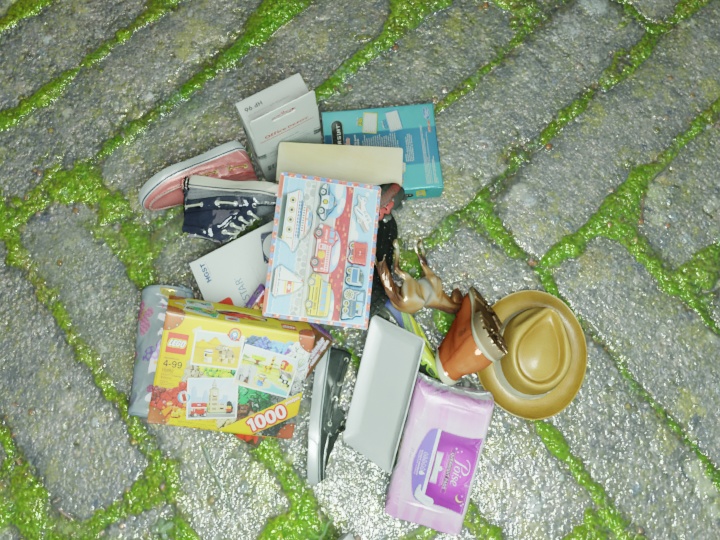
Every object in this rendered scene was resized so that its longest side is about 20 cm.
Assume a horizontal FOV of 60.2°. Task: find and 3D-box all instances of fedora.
[{"bbox_3d":[0.271,0.123,0.957,0.193,0.082,0.208,0,75,-1],"label":"fedora"}]

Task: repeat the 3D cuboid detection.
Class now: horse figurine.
[{"bbox_3d":[0.083,0.016,0.956,0.049,0.197,0.136,-27,78,36],"label":"horse figurine"}]

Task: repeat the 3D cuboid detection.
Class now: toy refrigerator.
[{"bbox_3d":[-0.032,-0.156,0.984,0.193,0.076,0.072,3,75,1],"label":"toy refrigerator"}]

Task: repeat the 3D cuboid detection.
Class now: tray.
[{"bbox_3d":[0.036,0.179,0.916,0.106,0.022,0.207,21,102,40],"label":"tray"}]

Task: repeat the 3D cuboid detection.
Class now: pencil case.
[{"bbox_3d":[-0.301,0.125,0.945,0.089,0.082,0.207,-13,69,36],"label":"pencil case"}]

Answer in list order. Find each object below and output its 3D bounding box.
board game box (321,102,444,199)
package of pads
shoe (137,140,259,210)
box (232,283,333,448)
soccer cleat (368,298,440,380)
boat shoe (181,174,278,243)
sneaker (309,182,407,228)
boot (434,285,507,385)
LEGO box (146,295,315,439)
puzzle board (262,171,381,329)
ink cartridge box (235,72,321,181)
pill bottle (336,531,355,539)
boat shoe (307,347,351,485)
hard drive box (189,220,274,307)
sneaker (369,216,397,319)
[{"bbox_3d":[0.035,-0.197,1.059,0.193,0.047,0.156,-5,76,-2],"label":"board game box"},{"bbox_3d":[0.113,0.260,0.893,0.117,0.076,0.207,14,97,4],"label":"package of pads"},{"bbox_3d":[-0.263,-0.131,1.025,0.196,0.072,0.093,-28,74,-11],"label":"shoe"},{"bbox_3d":[-0.149,0.143,0.913,0.135,0.039,0.202,35,92,-21],"label":"box"},{"bbox_3d":[0.091,0.123,0.967,0.202,0.064,0.083,53,39,1],"label":"soccer cleat"},{"bbox_3d":[-0.183,-0.086,0.960,0.193,0.075,0.096,6,81,7],"label":"boat shoe"},{"bbox_3d":[-0.029,-0.095,0.920,0.195,0.071,0.100,-24,102,2],"label":"sneaker"},{"bbox_3d":[0.154,0.094,0.918,0.107,0.200,0.075,-42,96,20],"label":"boot"},{"bbox_3d":[-0.175,0.132,0.840,0.194,0.077,0.154,11,101,-18],"label":"LEGO box"},{"bbox_3d":[-0.052,-0.030,0.862,0.145,0.017,0.207,7,78,-6],"label":"puzzle board"},{"bbox_3d":[-0.127,-0.232,0.987,0.114,0.201,0.069,-28,76,-9],"label":"ink cartridge box"},{"bbox_3d":[0.010,0.471,0.845,0.110,0.112,0.202,-35,78,-10],"label":"pill bottle"},{"bbox_3d":[-0.048,0.216,0.937,0.055,0.069,0.207,5,73,0],"label":"boat shoe"},{"bbox_3d":[-0.146,0.022,0.983,0.196,0.077,0.159,-28,76,-8],"label":"hard drive box"},{"bbox_3d":[0.000,0.000,0.974,0.076,0.086,0.204,42,47,-30],"label":"sneaker"}]
